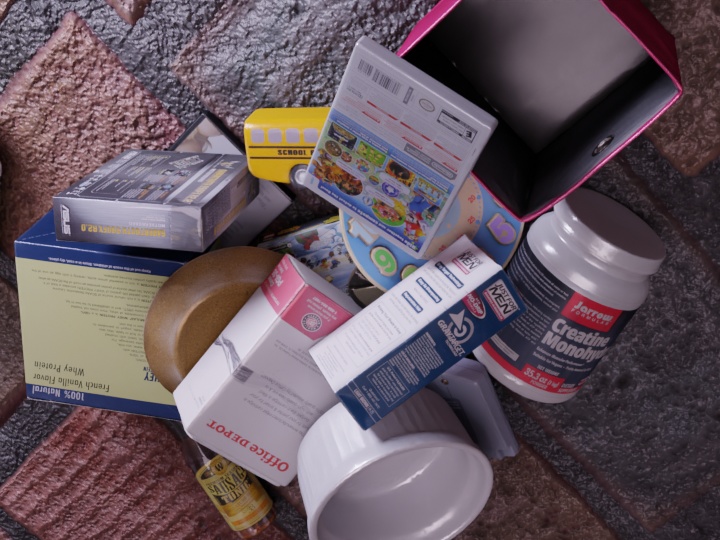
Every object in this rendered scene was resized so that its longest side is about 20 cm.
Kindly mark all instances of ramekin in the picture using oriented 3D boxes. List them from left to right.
[{"bbox_3d":[0.029,0.212,1.223,0.200,0.098,0.201,-13,135,-13],"label":"ramekin"}]

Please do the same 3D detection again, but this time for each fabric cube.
[{"bbox_3d":[0.168,-0.202,1.118,0.200,0.199,0.196,45,115,-9],"label":"fabric cube"}]

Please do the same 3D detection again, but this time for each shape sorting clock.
[{"bbox_3d":[0.076,-0.063,1.208,0.199,0.039,0.201,-1,95,-10],"label":"shape sorting clock"}]

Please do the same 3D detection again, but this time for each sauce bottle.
[{"bbox_3d":[-0.182,0.246,1.483,0.066,0.066,0.200,-27,107,23],"label":"sauce bottle"}]

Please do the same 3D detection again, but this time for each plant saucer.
[{"bbox_3d":[-0.133,0.072,1.271,0.200,0.035,0.201,-8,118,-16],"label":"plant saucer"}]

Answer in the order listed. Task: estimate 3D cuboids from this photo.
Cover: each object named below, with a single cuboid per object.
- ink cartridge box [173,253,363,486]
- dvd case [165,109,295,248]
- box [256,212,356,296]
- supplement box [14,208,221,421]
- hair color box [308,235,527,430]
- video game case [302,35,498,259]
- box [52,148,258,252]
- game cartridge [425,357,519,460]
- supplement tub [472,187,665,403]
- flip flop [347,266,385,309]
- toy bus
[{"bbox_3d":[-0.080,0.107,1.237,0.146,0.083,0.200,36,99,-31],"label":"ink cartridge box"},{"bbox_3d":[-0.191,-0.072,1.364,0.143,0.018,0.200,44,117,-10],"label":"dvd case"},{"bbox_3d":[0.000,0.000,1.316,0.199,0.040,0.137,-16,110,5],"label":"box"},{"bbox_3d":[-0.271,0.043,1.348,0.199,0.134,0.200,7,115,9],"label":"supplement box"},{"bbox_3d":[0.055,0.060,1.159,0.200,0.100,0.061,-37,118,-2],"label":"hair color box"},{"bbox_3d":[0.031,-0.109,1.096,0.143,0.018,0.200,33,141,5],"label":"video game case"},{"bbox_3d":[-0.210,-0.079,1.243,0.158,0.200,0.048,5,111,10],"label":"box"},{"bbox_3d":[0.069,0.148,1.306,0.200,0.041,0.134,-2,129,38],"label":"game cartridge"},{"bbox_3d":[0.217,0.028,1.246,0.140,0.140,0.200,29,118,-1],"label":"supplement tub"},{"bbox_3d":[0.069,-0.032,1.259,0.081,0.058,0.200,43,87,-11],"label":"flip flop"},{"bbox_3d":[-0.020,-0.134,1.269,0.199,0.065,0.079,1,113,14],"label":"toy bus"}]
